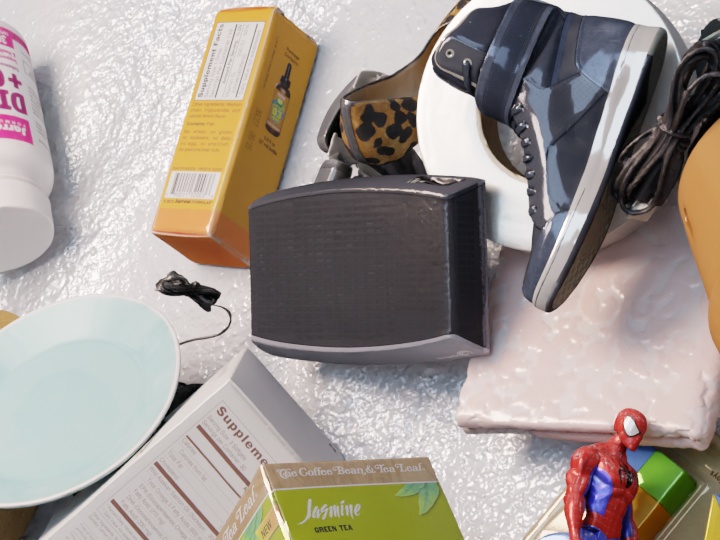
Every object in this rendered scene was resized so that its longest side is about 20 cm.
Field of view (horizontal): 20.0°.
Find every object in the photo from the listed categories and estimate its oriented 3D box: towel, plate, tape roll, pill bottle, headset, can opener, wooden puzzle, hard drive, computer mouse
[{"bbox_3d":[0.173,0.030,1.400,0.190,0.032,0.201,0,56,32],"label":"towel"},{"bbox_3d":[-0.218,0.098,1.481,0.199,0.026,0.201,-14,42,12],"label":"plate"},{"bbox_3d":[0.136,-0.111,1.422,0.202,0.037,0.204,-3,83,25],"label":"tape roll"},{"bbox_3d":[-0.321,-0.106,1.724,0.113,0.113,0.201,-27,57,17],"label":"pill bottle"},{"bbox_3d":[-0.161,0.101,1.545,0.123,0.094,0.201,27,91,36],"label":"headset"},{"bbox_3d":[-0.018,-0.061,1.575,0.067,0.053,0.201,-3,63,65],"label":"can opener"},{"bbox_3d":[0.187,0.196,1.326,0.185,0.046,0.200,38,90,37],"label":"wooden puzzle"},{"bbox_3d":[0.000,0.000,1.453,0.199,0.042,0.136,-2,89,38],"label":"hard drive"},{"bbox_3d":[0.265,-0.095,1.340,0.053,0.199,0.139,51,136,30],"label":"computer mouse"}]

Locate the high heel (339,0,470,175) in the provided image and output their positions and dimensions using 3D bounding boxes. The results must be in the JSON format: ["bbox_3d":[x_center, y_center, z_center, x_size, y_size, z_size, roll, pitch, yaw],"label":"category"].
[{"bbox_3d":[0.052,-0.159,1.510,0.071,0.142,0.201,10,73,34],"label":"high heel"}]

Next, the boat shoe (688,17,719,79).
[{"bbox_3d":[0.255,-0.147,1.428,0.200,0.076,0.060,-40,60,7],"label":"boat shoe"}]

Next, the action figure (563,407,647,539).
[{"bbox_3d":[0.147,0.183,1.289,0.052,0.065,0.201,-5,65,52],"label":"action figure"}]

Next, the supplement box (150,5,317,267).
[{"bbox_3d":[-0.099,-0.107,1.624,0.068,0.066,0.201,6,70,35],"label":"supplement box"}]

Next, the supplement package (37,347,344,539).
[{"bbox_3d":[-0.122,0.170,1.450,0.200,0.117,0.117,-41,94,7],"label":"supplement package"}]

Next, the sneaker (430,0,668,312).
[{"bbox_3d":[0.106,-0.084,1.363,0.145,0.077,0.203,18,83,14],"label":"sneaker"}]

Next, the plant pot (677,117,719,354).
[{"bbox_3d":[0.291,-0.027,1.281,0.200,0.200,0.140,-37,48,11],"label":"plant pot"}]

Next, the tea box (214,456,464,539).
[{"bbox_3d":[-0.015,0.257,1.311,0.200,0.133,0.197,-59,42,39],"label":"tea box"}]

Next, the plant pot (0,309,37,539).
[{"bbox_3d":[-0.309,0.135,1.581,0.186,0.187,0.200,25,67,36],"label":"plant pot"}]
